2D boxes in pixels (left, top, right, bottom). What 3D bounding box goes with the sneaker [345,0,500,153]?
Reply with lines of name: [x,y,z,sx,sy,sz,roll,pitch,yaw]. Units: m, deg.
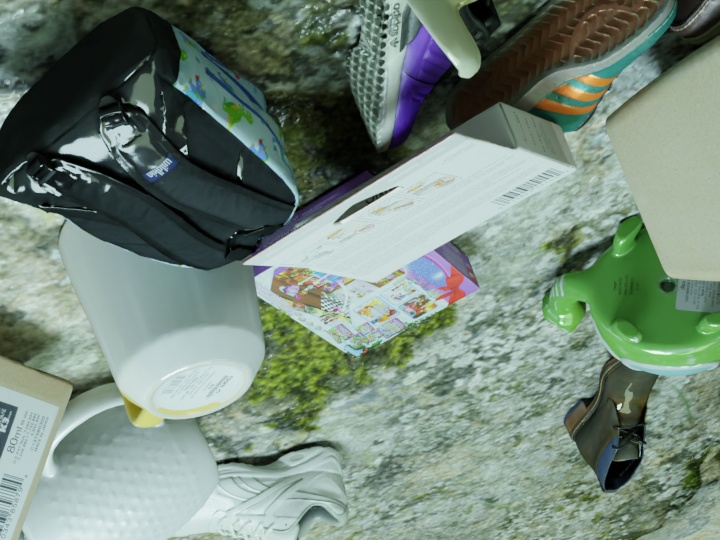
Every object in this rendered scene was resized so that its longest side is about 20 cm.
sneaker: [0.050,-0.158,1.125,0.099,0.070,0.200,-14,149,-14]

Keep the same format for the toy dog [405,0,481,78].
toy dog: [0.099,-0.237,0.971,0.200,0.194,0.140,-36,175,8]

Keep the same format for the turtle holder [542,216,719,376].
turtle holder: [0.273,0.041,1.497,0.185,0.141,0.132,-23,150,2]

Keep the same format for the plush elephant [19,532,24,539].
plush elephant: [-0.420,0.242,1.382,0.200,0.155,0.165,-14,120,11]

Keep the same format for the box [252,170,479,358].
box: [0.000,0.000,1.374,0.137,0.039,0.200,-29,148,16]

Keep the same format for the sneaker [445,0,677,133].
sneaker: [0.160,-0.154,1.202,0.200,0.072,0.080,-32,151,30]

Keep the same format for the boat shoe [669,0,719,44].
boat shoe: [0.258,-0.245,1.116,0.072,0.072,0.200,10,139,-21]

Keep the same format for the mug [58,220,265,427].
mug: [-0.139,0.037,1.243,0.149,0.153,0.187,-20,150,-1]

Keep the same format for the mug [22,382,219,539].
mug: [-0.225,0.173,1.420,0.175,0.148,0.200,-27,143,-15]

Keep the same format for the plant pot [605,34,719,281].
plant pot: [0.309,-0.095,1.221,0.177,0.200,0.200,-21,-175,38]

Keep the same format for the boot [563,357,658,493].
boot: [0.295,0.156,1.732,0.075,0.097,0.200,-4,146,-25]

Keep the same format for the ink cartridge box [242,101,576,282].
ink cartridge box: [0.032,-0.058,1.173,0.200,0.045,0.176,-30,159,29]

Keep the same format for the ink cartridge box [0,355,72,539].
ink cartridge box: [-0.337,0.155,1.278,0.075,0.200,0.165,12,170,35]

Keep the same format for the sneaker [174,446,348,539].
sneaker: [-0.103,0.248,1.646,0.200,0.100,0.078,-14,149,-9]

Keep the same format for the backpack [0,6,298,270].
backpack: [-0.130,-0.081,1.095,0.163,0.154,0.200,-38,126,21]
